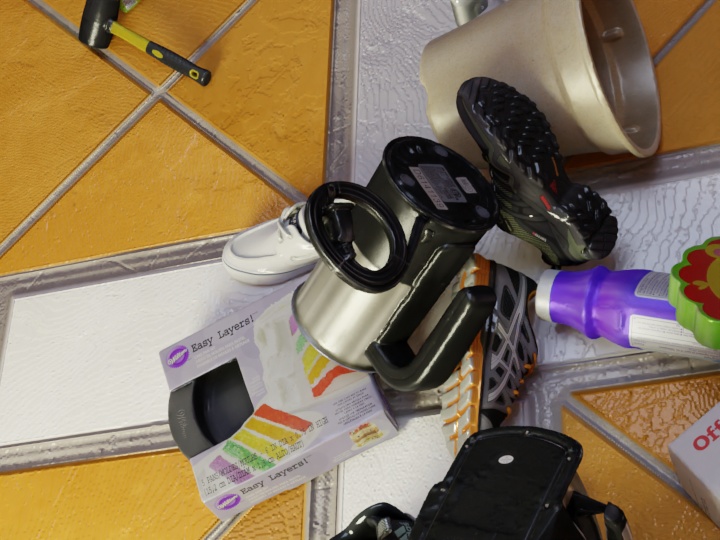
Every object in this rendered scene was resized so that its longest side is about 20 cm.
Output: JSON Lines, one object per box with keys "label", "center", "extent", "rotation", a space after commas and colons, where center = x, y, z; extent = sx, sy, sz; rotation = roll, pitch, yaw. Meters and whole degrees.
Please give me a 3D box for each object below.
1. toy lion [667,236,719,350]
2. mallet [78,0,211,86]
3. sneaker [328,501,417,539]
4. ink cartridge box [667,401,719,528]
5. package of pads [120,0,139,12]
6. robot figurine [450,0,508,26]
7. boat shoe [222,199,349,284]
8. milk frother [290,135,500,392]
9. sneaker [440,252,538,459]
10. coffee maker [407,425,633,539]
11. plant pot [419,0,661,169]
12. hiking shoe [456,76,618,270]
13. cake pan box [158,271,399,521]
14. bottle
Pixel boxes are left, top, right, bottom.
{"label": "toy lion", "center": [0.345, 0.005, 1.201], "extent": [0.190, 0.069, 0.201], "rotation": [2, 34, 6]}
{"label": "mallet", "center": [-0.253, -0.253, 1.715], "extent": [0.200, 0.041, 0.066], "rotation": [38, 117, 24]}
{"label": "sneaker", "center": [0.055, 0.226, 1.208], "extent": [0.199, 0.140, 0.078], "rotation": [-23, 53, 9]}
{"label": "ink cartridge box", "center": [0.358, 0.173, 1.146], "extent": [0.146, 0.084, 0.200], "rotation": [-39, 52, -4]}
{"label": "package of pads", "center": [-0.345, -0.418, 1.784], "extent": [0.068, 0.155, 0.200], "rotation": [-44, 53, -8]}
{"label": "robot figurine", "center": [0.186, -0.307, 1.509], "extent": [0.200, 0.113, 0.170], "rotation": [-39, 72, -3]}
{"label": "boat shoe", "center": [-0.052, -0.041, 1.472], "extent": [0.198, 0.065, 0.074], "rotation": [-14, 55, 15]}
{"label": "milk frother", "center": [0.000, 0.000, 1.282], "extent": [0.189, 0.199, 0.181], "rotation": [-56, 34, 34]}
{"label": "sneaker", "center": [0.120, 0.085, 1.316], "extent": [0.077, 0.078, 0.202], "rotation": [12, 74, -15]}
{"label": "coffee maker", "center": [0.122, 0.248, 1.113], "extent": [0.192, 0.201, 0.134], "rotation": [-42, 35, -14]}
{"label": "plant pot", "center": [0.165, -0.182, 1.408], "extent": [0.182, 0.200, 0.202], "rotation": [-15, 54, 28]}
{"label": "hiking shoe", "center": [0.138, -0.078, 1.334], "extent": [0.076, 0.201, 0.100], "rotation": [-41, 7, -40]}
{"label": "cake pan box", "center": [-0.084, 0.115, 1.398], "extent": [0.199, 0.052, 0.185], "rotation": [-26, 51, 6]}
{"label": "bottle", "center": [0.251, 0.035, 1.283], "extent": [0.199, 0.083, 0.066], "rotation": [8, 107, 27]}
